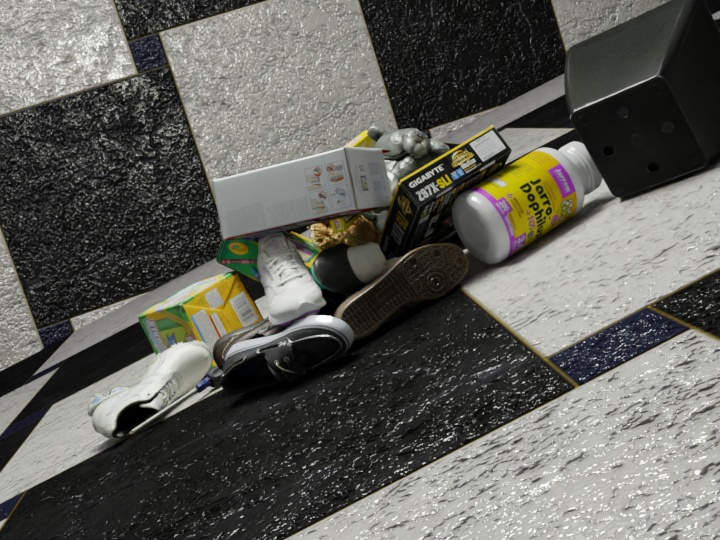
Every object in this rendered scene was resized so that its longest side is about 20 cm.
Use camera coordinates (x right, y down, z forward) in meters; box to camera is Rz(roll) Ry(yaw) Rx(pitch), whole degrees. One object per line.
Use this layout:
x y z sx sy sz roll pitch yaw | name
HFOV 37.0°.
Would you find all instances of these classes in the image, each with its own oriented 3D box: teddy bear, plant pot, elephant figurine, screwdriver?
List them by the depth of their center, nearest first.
0.379 -0.211 1.412 0.199 0.200 0.178 -20 22 37 | plant pot
-0.238 0.176 1.497 0.029 0.028 0.200 18 40 35 | screwdriver
0.054 -0.107 1.627 0.201 0.141 0.155 -64 17 -7 | elephant figurine
-0.012 -0.060 1.686 0.067 0.199 0.145 -44 36 27 | teddy bear

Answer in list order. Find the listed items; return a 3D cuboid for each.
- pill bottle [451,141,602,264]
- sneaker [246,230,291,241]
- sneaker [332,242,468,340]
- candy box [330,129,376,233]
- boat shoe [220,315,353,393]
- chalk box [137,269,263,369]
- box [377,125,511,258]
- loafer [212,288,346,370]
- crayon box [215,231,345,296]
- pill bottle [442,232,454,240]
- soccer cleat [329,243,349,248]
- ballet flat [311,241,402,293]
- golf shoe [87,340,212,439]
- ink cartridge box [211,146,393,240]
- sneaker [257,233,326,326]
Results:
0.226 -0.097 1.434 0.199 0.105 0.104 -31 10 -22 | pill bottle
-0.154 -0.083 1.631 0.079 0.075 0.200 -58 -21 6 | sneaker
0.044 0.024 1.393 0.199 0.071 0.076 -28 4 -18 | sneaker
-0.008 -0.142 1.669 0.026 0.103 0.200 -11 19 30 | candy box
-0.097 0.112 1.338 0.199 0.070 0.066 -14 37 31 | boat shoe
-0.260 0.093 1.708 0.124 0.125 0.200 -33 10 -37 | chalk box
0.110 -0.096 1.469 0.159 0.049 0.200 -34 -15 -19 | box
-0.104 0.095 1.455 0.199 0.073 0.071 -28 21 1 | loafer
-0.111 -0.014 1.685 0.119 0.199 0.058 -52 -15 -70 | crayon box
0.099 -0.099 1.778 0.111 0.112 0.200 -33 14 -34 | pill bottle
0.000 0.000 1.529 0.081 0.068 0.200 9 1 12 | soccer cleat
0.014 -0.005 1.433 0.068 0.068 0.200 -30 -20 27 | ballet flat
-0.286 0.178 1.533 0.200 0.079 0.097 -36 28 -17 | golf shoe
-0.066 -0.104 1.447 0.199 0.084 0.175 -11 1 24 | ink cartridge box
-0.103 0.010 1.400 0.075 0.100 0.200 -23 19 -10 | sneaker
